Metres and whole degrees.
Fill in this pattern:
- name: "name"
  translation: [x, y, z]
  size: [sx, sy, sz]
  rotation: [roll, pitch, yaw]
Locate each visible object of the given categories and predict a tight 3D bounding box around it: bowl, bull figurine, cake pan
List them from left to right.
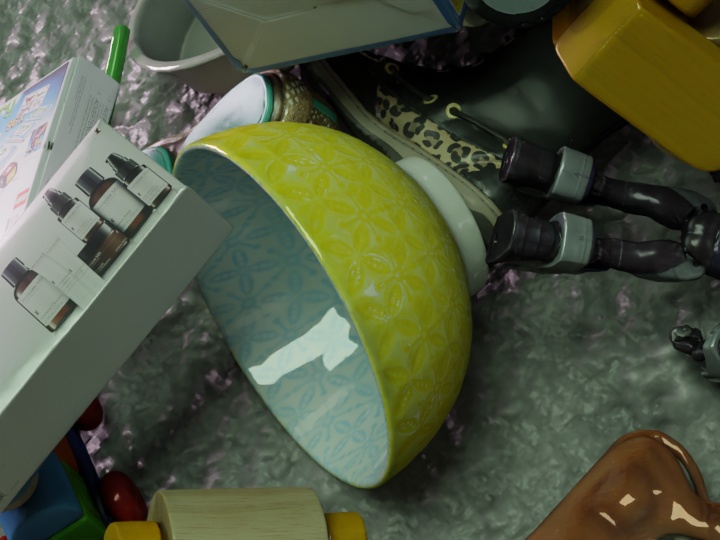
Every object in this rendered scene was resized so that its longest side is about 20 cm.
- name: "cake pan"
  translation: [-0.045, -0.174, 1.441]
  size: [0.200, 0.037, 0.200]
  rotation: [-29, 30, 19]
- name: "bowl"
  translation: [0.000, 0.000, 1.295]
  size: [0.108, 0.200, 0.200]
  rotation: [-30, 53, -21]
- name: "bull figurine"
  translation: [0.102, 0.170, 1.221]
  size: [0.121, 0.065, 0.200]
  rotation: [41, 89, 27]

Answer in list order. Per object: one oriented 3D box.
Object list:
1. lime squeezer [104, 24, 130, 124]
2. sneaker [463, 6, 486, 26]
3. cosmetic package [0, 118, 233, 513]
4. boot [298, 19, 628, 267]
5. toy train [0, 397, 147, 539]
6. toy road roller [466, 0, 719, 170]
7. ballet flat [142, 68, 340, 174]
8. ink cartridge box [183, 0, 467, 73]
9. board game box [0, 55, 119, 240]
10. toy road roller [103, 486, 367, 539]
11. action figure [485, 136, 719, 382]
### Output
- name: "lime squeezer"
  translation: [-0.170, -0.042, 1.429]
  size: [0.200, 0.038, 0.071]
  rotation: [-57, 25, 6]
- name: "sneaker"
  translation: [0.119, -0.186, 1.335]
  size: [0.200, 0.074, 0.089]
  rotation: [-35, 31, -5]
- name: "cosmetic package"
  translation: [-0.161, 0.027, 1.265]
  size: [0.200, 0.051, 0.083]
  rotation: [-51, 48, -3]
- name: "boot"
  translation: [0.065, -0.105, 1.383]
  size: [0.150, 0.073, 0.200]
  rotation: [-38, 47, -7]
- name: "toy train"
  translation: [-0.198, 0.069, 1.365]
  size: [0.085, 0.116, 0.200]
  rotation: [-31, 56, 3]
- name: "toy road roller"
  translation: [0.146, -0.161, 1.202]
  size: [0.146, 0.200, 0.123]
  rotation: [-44, 19, 26]
- name: "ballet flat"
  translation: [-0.084, -0.047, 1.406]
  size: [0.200, 0.065, 0.071]
  rotation: [-27, 56, 43]
- name: "ink cartridge box"
  translation: [-0.001, -0.209, 1.324]
  size: [0.136, 0.076, 0.200]
  rotation: [-8, 49, 28]
- name: "board game box"
  translation: [-0.220, -0.027, 1.410]
  size: [0.200, 0.035, 0.127]
  rotation: [-27, 39, 41]
- name: "toy road roller"
  translation: [-0.045, 0.193, 1.168]
  size: [0.122, 0.146, 0.201]
  rotation: [-1, 74, -16]
- name: "action figure"
  translation: [0.167, -0.016, 1.273]
  size: [0.199, 0.069, 0.131]
  rotation: [13, 73, -3]
